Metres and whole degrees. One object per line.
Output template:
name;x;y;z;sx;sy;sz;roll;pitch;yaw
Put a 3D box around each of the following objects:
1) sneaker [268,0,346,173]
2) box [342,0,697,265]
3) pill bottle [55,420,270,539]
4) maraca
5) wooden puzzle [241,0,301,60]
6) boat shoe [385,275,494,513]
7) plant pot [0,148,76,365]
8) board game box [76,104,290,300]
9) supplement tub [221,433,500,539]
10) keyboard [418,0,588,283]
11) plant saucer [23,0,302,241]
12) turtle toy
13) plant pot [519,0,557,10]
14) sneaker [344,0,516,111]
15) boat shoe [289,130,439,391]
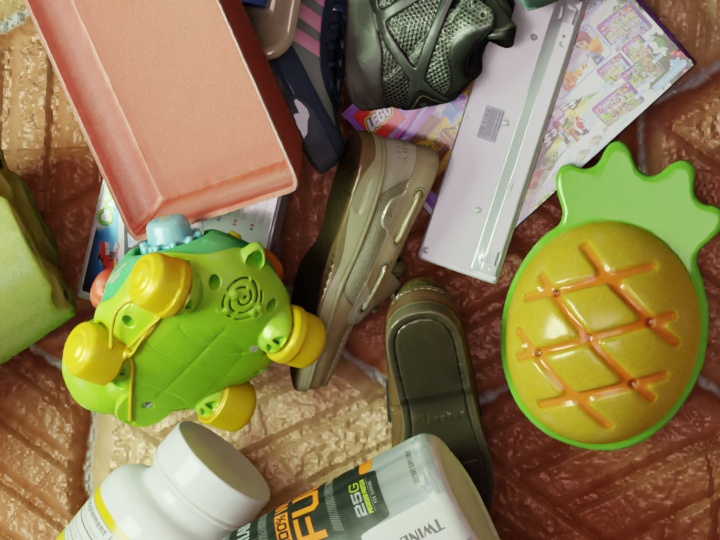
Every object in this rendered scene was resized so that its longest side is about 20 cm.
sneaker;-0.030;-0.163;1.641;0.082;0.070;0.201;-18;71;0
box;0.106;-0.121;1.659;0.200;0.039;0.137;-42;87;12
pill bottle;-0.154;0.204;1.704;0.111;0.111;0.200;41;101;4
maraca;0.165;0.019;1.627;0.136;0.107;0.201;16;98;10
wooden puzzle;-0.102;-0.246;1.629;0.185;0.046;0.201;14;91;44
boat shoe;0.053;0.100;1.679;0.071;0.068;0.201;-1;116;1
plant pot;-0.300;0.011;1.688;0.183;0.200;0.201;-26;90;0
board game box;-0.111;-0.063;1.708;0.126;0.035;0.201;16;98;8
supplement tub;-0.012;0.201;1.615;0.199;0.123;0.123;-28;90;8
keyboard;0.094;-0.094;1.640;0.056;0.011;0.201;20;99;14
plant saucer;-0.124;-0.131;1.613;0.199;0.037;0.201;-15;100;52
turtle toy;-0.126;0.038;1.644;0.145;0.101;0.200;23;129;-34
plant pot;0.156;-0.270;1.542;0.195;0.200;0.201;-26;91;6
sneaker;0.047;-0.203;1.602;0.113;0.076;0.201;0;100;15
boat shoe;0.000;0.000;1.663;0.065;0.072;0.201;9;121;-17
